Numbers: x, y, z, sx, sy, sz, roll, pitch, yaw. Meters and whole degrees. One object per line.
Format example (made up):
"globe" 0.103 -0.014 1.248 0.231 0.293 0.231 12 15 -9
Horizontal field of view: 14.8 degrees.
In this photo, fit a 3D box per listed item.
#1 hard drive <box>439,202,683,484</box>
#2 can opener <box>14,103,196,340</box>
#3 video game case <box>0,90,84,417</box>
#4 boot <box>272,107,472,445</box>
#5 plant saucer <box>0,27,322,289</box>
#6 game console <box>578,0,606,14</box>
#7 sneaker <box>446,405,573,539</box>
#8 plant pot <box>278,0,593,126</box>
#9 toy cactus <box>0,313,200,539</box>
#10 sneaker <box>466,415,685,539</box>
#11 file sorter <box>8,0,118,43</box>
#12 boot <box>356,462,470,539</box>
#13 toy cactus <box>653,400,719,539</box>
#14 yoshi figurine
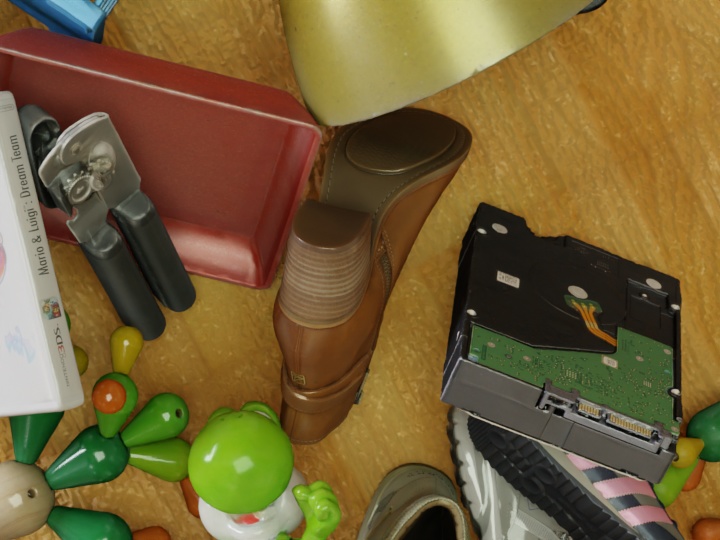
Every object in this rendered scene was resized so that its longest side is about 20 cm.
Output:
"hard drive" 0.122 0.041 1.648 0.139 0.200 0.038 21 117 -6
"can opener" -0.153 -0.034 1.641 0.053 0.200 0.067 -44 60 -14
"video game case" -0.243 -0.002 1.629 0.024 0.200 0.183 -16 95 -40
"boot" 0.000 0.000 1.688 0.074 0.200 0.155 22 129 20
"plant saucer" -0.132 -0.070 1.640 0.199 0.200 0.037 13 60 -5
"game console" 0.051 -0.228 1.664 0.199 0.119 0.173 -9 94 -3
"sneaker" 0.111 0.174 1.712 0.082 0.075 0.201 -12 93 -2
"plant pot" 0.028 -0.192 1.576 0.200 0.200 0.142 -29 105 -2
"toy cactus" -0.176 0.127 1.681 0.165 0.102 0.200 -27 103 7
"sneaker" 0.158 0.130 1.674 0.200 0.070 0.082 47 57 -10
"file sorter" -0.180 -0.218 1.610 0.139 0.200 0.123 34 87 -5
"boot" 0.017 0.220 1.668 0.072 0.155 0.201 17 92 -5
"toy cactus" 0.261 0.095 1.719 0.199 0.102 0.166 -10 84 6
"yoshi figurine" -0.060 0.165 1.603 0.112 0.112 0.201 0 66 -32
